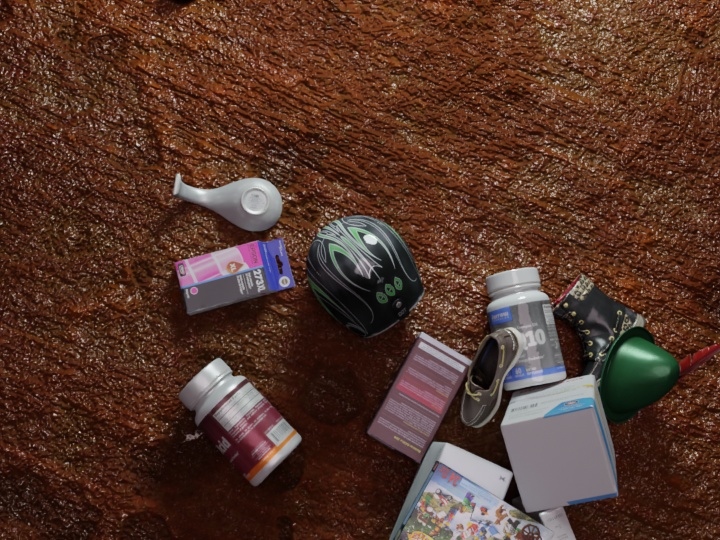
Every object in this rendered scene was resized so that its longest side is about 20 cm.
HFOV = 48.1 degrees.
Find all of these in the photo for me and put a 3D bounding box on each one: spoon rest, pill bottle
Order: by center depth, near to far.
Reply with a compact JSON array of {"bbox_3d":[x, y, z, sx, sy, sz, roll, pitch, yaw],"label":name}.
[{"bbox_3d":[-0.205,0.252,1.358,0.114,0.114,0.200,-44,85,-10],"label":"pill bottle"},{"bbox_3d":[0.286,0.103,1.420,0.113,0.114,0.201,-10,80,-6],"label":"pill bottle"},{"bbox_3d":[-0.240,-0.131,1.464,0.199,0.061,0.100,12,80,-15],"label":"spoon rest"}]

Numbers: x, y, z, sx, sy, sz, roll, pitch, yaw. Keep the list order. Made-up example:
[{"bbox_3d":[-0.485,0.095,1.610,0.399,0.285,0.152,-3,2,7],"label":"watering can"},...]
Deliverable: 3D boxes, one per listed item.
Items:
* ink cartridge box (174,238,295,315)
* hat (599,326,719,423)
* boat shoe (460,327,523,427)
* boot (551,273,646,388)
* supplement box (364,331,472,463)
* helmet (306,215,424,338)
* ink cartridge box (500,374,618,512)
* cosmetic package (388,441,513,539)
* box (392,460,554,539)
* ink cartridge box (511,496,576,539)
[{"bbox_3d":[-0.224,0.008,1.444,0.199,0.037,0.095,-15,81,-9],"label":"ink cartridge box"},{"bbox_3d":[0.524,0.187,1.353,0.165,0.176,0.202,0,101,-39],"label":"hat"},{"bbox_3d":[0.211,0.187,1.378,0.059,0.201,0.072,-2,34,-40],"label":"boat shoe"},{"bbox_3d":[0.402,0.116,1.445,0.150,0.073,0.200,41,76,3],"label":"boot"},{"bbox_3d":[0.102,0.223,1.411,0.108,0.061,0.201,30,78,3],"label":"supplement box"},{"bbox_3d":[0.000,0.000,1.391,0.200,0.200,0.191,-39,101,-10],"label":"helmet"},{"bbox_3d":[0.325,0.273,1.304,0.146,0.200,0.147,-16,92,18],"label":"ink cartridge box"},{"bbox_3d":[0.139,0.394,1.311,0.122,0.200,0.200,24,78,1],"label":"cosmetic package"},{"bbox_3d":[0.166,0.394,1.191,0.199,0.038,0.137,31,78,2],"label":"box"},{"bbox_3d":[0.314,0.462,1.310,0.044,0.200,0.177,-19,82,-5],"label":"ink cartridge box"}]
